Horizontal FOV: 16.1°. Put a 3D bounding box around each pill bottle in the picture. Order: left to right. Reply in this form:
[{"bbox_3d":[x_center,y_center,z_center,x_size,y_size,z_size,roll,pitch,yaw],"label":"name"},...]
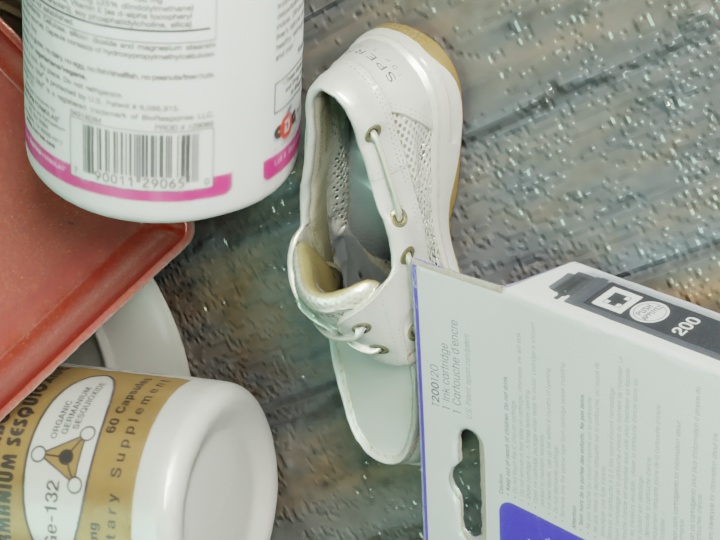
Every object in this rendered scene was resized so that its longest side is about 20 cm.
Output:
[{"bbox_3d":[-0.150,0.099,1.184,0.200,0.114,0.115,5,116,23],"label":"pill bottle"},{"bbox_3d":[-0.078,-0.131,1.007,0.113,0.113,0.200,29,130,35],"label":"pill bottle"}]

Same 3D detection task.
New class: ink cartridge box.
[{"bbox_3d":[0.109,0.101,1.001,0.200,0.043,0.198,21,126,37],"label":"ink cartridge box"}]

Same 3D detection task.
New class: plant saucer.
[{"bbox_3d":[-0.209,-0.024,1.119,0.200,0.200,0.037,46,-177,-9],"label":"plant saucer"}]

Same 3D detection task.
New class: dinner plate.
[{"bbox_3d":[-0.161,0.020,1.249,0.200,0.024,0.200,29,138,31],"label":"dinner plate"}]

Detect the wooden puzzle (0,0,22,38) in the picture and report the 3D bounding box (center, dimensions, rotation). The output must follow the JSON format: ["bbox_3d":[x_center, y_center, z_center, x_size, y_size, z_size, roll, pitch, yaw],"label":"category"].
[{"bbox_3d":[-0.184,-0.142,1.144,0.185,0.046,0.200,13,146,42],"label":"wooden puzzle"}]

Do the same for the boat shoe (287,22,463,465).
[{"bbox_3d":[0.000,0.000,1.043,0.071,0.069,0.200,19,126,38],"label":"boat shoe"}]
